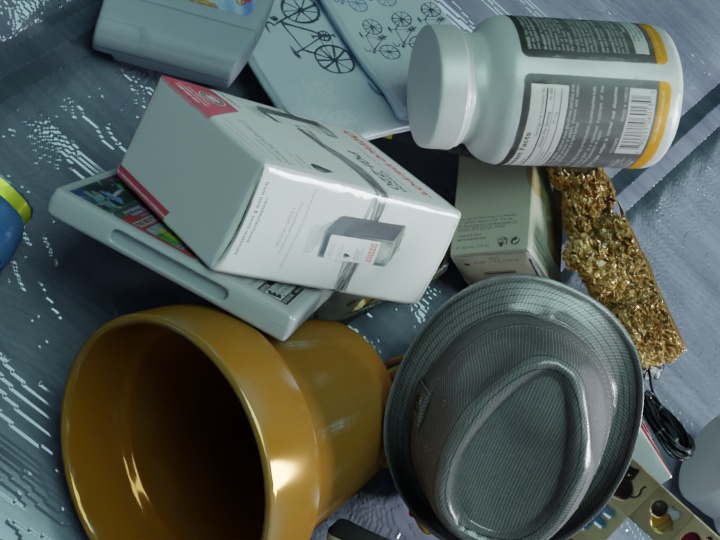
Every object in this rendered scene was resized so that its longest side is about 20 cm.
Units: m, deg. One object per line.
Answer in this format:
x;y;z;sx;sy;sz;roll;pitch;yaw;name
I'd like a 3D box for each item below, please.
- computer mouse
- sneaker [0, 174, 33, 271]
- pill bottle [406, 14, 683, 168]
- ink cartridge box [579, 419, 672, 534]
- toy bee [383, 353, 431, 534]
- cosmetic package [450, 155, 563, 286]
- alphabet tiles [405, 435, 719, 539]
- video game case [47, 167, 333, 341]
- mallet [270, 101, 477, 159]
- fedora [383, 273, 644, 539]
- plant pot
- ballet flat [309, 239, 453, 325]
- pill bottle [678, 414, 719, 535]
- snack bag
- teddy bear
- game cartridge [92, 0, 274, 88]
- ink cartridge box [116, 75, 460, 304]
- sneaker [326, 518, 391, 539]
0.241;0.097;1.224;0.058;0.034;0.201;29;26;-21;computer mouse
-0.325;-0.065;0.984;0.199;0.066;0.079;37;60;-13;sneaker
0.143;-0.141;1.127;0.198;0.116;0.118;1;69;-14;pill bottle
0.156;0.091;1.121;0.083;0.200;0.177;-33;89;7;ink cartridge box
0.063;0.152;1.085;0.131;0.109;0.201;-39;74;7;toy bee
0.132;-0.081;1.230;0.105;0.070;0.202;49;42;-56;cosmetic package
0.134;0.190;1.024;0.200;0.008;0.167;42;99;-4;alphabet tiles
-0.106;-0.021;1.016;0.181;0.023;0.200;28;15;5;video game case
0.018;-0.109;1.174;0.198;0.041;0.066;19;57;8;mallet
0.105;0.109;0.962;0.176;0.090;0.201;29;99;-3;fedora
-0.076;0.113;0.995;0.182;0.199;0.202;-15;78;-50;plant pot
0.000;0.000;1.148;0.199;0.072;0.073;-24;83;-35;ballet flat
0.385;0.215;1.259;0.199;0.113;0.114;36;56;-14;pill bottle
-0.005;-0.184;1.195;0.198;0.022;0.189;-17;57;-25;snack bag
0.205;-0.009;1.203;0.202;0.066;0.145;63;15;-10;teddy bear
-0.132;-0.249;1.171;0.132;0.042;0.202;12;63;-3;game cartridge
-0.048;-0.054;1.015;0.199;0.085;0.146;13;21;-46;ink cartridge box
0.025;0.258;1.017;0.083;0.071;0.201;-52;131;-22;sneaker
